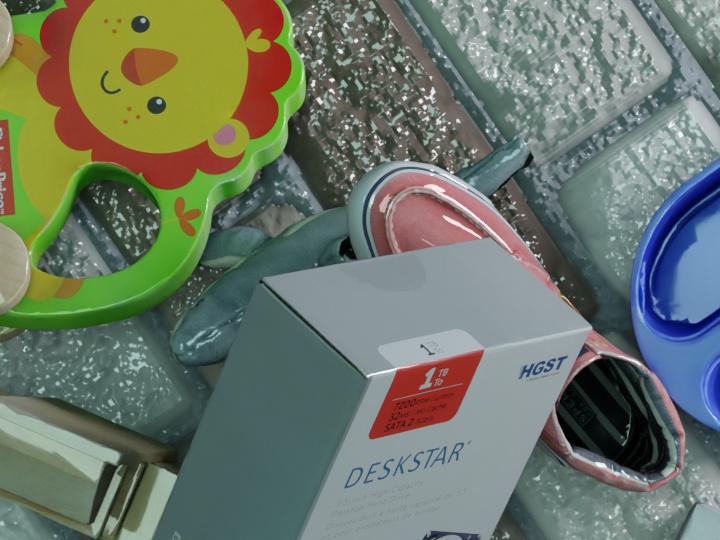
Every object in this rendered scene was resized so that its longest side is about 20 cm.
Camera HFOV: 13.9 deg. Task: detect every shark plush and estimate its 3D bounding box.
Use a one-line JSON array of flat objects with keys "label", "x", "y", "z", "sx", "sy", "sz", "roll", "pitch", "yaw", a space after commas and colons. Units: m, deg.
[{"label": "shark plush", "x": 0.000, "y": 0.000, "z": 1.482, "sx": 0.199, "sy": 0.083, "sz": 0.091, "roll": -18, "pitch": 85, "yaw": 4}]

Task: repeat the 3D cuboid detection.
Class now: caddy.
[{"label": "caddy", "x": 0.225, "y": -0.004, "z": 1.451, "sx": 0.200, "sy": 0.105, "sz": 0.142, "roll": -37, "pitch": 85, "yaw": 1}]

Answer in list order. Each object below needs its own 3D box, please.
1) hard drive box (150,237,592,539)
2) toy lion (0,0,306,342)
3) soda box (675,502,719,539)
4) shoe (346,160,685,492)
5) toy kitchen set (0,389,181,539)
[{"label": "hard drive box", "x": -0.004, "y": 0.093, "z": 1.358, "sx": 0.077, "sy": 0.156, "sz": 0.200, "roll": 42, "pitch": 124, "yaw": 31}, {"label": "toy lion", "x": -0.122, "y": -0.072, "z": 1.500, "sx": 0.191, "sy": 0.069, "sz": 0.201, "roll": -5, "pitch": 73, "yaw": -1}, {"label": "soda box", "x": 0.154, "y": 0.217, "z": 1.465, "sx": 0.068, "sy": 0.063, "sz": 0.200, "roll": 25, "pitch": 89, "yaw": 7}, {"label": "shoe", "x": 0.079, "y": 0.027, "z": 1.431, "sx": 0.071, "sy": 0.091, "sz": 0.200, "roll": -45, "pitch": 111, "yaw": -9}, {"label": "toy kitchen set", "x": -0.159, "y": 0.161, "z": 1.446, "sx": 0.199, "sy": 0.163, "sz": 0.181, "roll": 23, "pitch": 89, "yaw": 6}]
